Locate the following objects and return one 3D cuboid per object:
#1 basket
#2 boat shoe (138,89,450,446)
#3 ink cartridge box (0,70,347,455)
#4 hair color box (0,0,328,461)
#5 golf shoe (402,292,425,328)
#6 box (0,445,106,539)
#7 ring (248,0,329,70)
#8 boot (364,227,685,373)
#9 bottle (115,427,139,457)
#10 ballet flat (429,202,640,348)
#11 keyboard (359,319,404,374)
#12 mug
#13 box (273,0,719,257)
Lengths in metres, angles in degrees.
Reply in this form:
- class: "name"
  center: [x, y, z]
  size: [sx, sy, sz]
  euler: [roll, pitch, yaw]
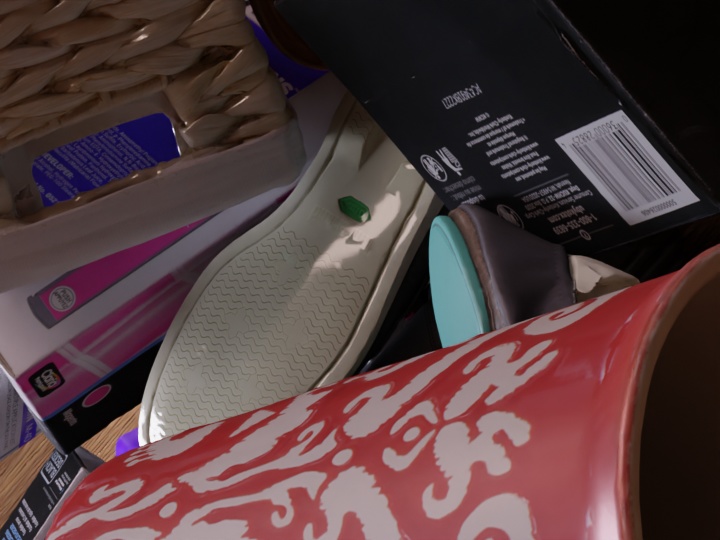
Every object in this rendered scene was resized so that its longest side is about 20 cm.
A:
- class: "basket"
  center: [-0.114, -0.095, 1.037]
  size: [0.136, 0.123, 0.200]
  euler: [-21, 25, -5]
- class: "boat shoe"
  center: [0.000, 0.000, 1.021]
  size: [0.200, 0.072, 0.068]
  euler: [-54, -31, 9]
- class: "ink cartridge box"
  center: [-0.043, -0.013, 1.081]
  size: [0.200, 0.037, 0.095]
  euler: [-37, -20, -7]
- class: "hair color box"
  center: [-0.088, -0.023, 1.162]
  size: [0.200, 0.065, 0.109]
  euler: [-38, -24, -33]
- class: "golf shoe"
  center: [-0.002, 0.022, 1.176]
  size: [0.200, 0.077, 0.088]
  euler: [-54, 19, 8]
- class: "box"
  center: [-0.118, 0.180, 1.126]
  size: [0.200, 0.117, 0.060]
  euler: [-55, 16, 0]
- class: "ring"
  center: [0.017, -0.165, 1.040]
  size: [0.200, 0.019, 0.200]
  euler: [-46, -33, -42]
- class: "boot"
  center: [0.036, 0.034, 1.056]
  size: [0.200, 0.070, 0.132]
  euler: [-43, 14, 7]
- class: "bottle"
  center: [-0.105, 0.132, 1.293]
  size: [0.200, 0.065, 0.084]
  euler: [-56, 12, -1]
- class: "ballet flat"
  center: [0.062, 0.040, 0.862]
  size: [0.073, 0.073, 0.200]
  euler: [-52, 20, 19]
- class: "keyboard"
  center: [0.005, -0.013, 1.142]
  size: [0.056, 0.011, 0.200]
  euler: [-9, 53, 42]
- class: "mug"
  center: [0.021, 0.095, 0.687]
  size: [0.200, 0.133, 0.178]
  euler: [-15, 50, 41]
- class: "box"
  center: [0.102, -0.113, 0.921]
  size: [0.200, 0.124, 0.149]
  euler: [-45, 10, -23]
